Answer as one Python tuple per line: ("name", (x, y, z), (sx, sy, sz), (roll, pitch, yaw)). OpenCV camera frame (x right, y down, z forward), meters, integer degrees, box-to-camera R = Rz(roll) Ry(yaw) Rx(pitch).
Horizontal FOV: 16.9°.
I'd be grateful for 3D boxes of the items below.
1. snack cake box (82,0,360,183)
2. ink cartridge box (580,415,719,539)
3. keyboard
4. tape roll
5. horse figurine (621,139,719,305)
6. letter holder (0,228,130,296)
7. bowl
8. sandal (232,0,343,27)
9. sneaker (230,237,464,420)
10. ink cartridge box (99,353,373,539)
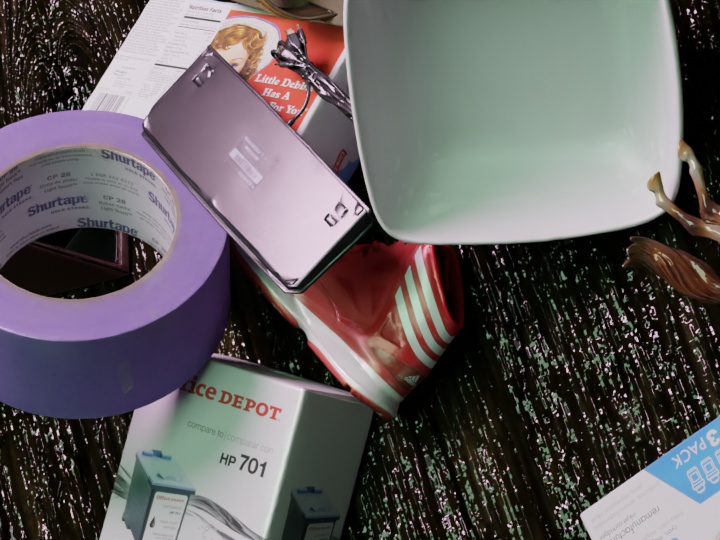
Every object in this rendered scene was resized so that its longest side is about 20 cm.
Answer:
("snack cake box", (-0.083, -0.118, 1.670), (0.199, 0.067, 0.115), (13, 64, 38))
("ink cartridge box", (0.224, 0.197, 1.389), (0.115, 0.068, 0.201), (-39, 60, 24))
("keyboard", (-0.053, -0.082, 1.566), (0.127, 0.021, 0.200), (-46, 53, 4))
("tape roll", (-0.185, -0.006, 1.605), (0.200, 0.199, 0.085), (53, 156, 32))
("horse figurine", (0.251, -0.046, 1.426), (0.200, 0.050, 0.133), (-43, 75, 13))
("letter holder", (-0.291, -0.037, 1.785), (0.199, 0.142, 0.101), (-14, 72, 35))
("bowl", (0.096, -0.122, 1.486), (0.199, 0.075, 0.200), (-4, 118, 8))
("sandal", (-0.039, -0.192, 1.591), (0.200, 0.054, 0.081), (24, 124, 37))
("sneaker", (0.000, 0.000, 1.617), (0.116, 0.078, 0.200), (-44, 58, 3))
("ink cartridge box", (-0.091, 0.163, 1.627), (0.146, 0.086, 0.201), (14, 90, 38))
